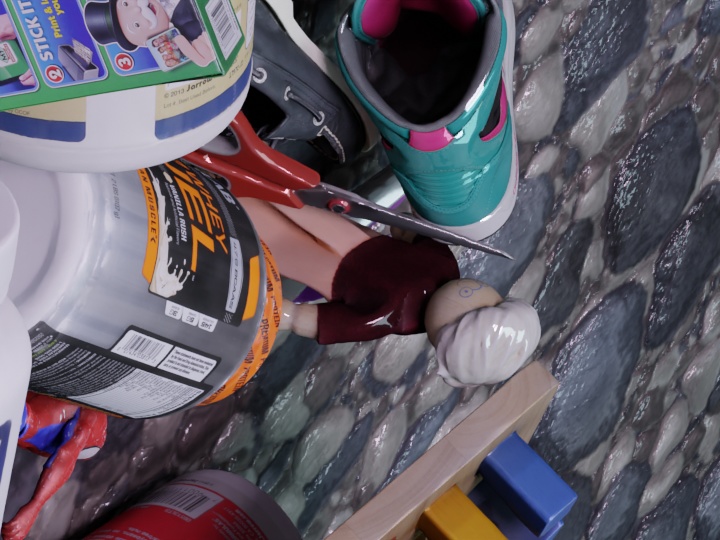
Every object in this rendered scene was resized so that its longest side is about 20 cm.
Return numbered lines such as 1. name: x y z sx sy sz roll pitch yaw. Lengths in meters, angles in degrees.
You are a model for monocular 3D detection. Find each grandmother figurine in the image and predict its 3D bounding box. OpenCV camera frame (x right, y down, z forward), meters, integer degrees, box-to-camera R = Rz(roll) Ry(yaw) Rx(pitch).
1. grandmother figurine: 0.000 0.000 1.457 0.121 0.199 0.061 -41 145 -35

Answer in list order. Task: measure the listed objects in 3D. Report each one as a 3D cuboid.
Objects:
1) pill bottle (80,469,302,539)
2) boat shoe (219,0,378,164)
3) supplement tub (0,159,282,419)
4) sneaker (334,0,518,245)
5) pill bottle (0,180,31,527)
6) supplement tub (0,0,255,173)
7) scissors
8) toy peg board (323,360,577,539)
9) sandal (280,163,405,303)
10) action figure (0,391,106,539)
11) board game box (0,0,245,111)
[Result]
1. pill bottle: -0.122 0.190 1.507 0.200 0.112 0.113 -31 139 -44
2. boat shoe: -0.053 -0.092 1.427 0.066 0.074 0.199 -52 153 -9
3. supplement tub: -0.121 -0.001 1.337 0.123 0.122 0.200 -64 153 1
4. sneaker: 0.030 -0.126 1.451 0.121 0.083 0.201 68 12 -60
5. pill bottle: -0.190 0.057 1.147 0.119 0.119 0.201 -27 140 -48
6. supplement tub: -0.110 -0.156 1.199 0.144 0.144 0.201 -34 141 -42
7. scissors: -0.024 -0.035 1.430 0.073 0.199 0.014 -40 -148 46
8. toy peg board: 0.031 0.175 1.466 0.199 0.098 0.200 -38 166 -25
9. sandal: -0.011 -0.004 1.563 0.202 0.050 0.082 -39 -172 -27
10. action figure: -0.182 0.088 1.371 0.200 0.065 0.100 16 93 -61
11. board game box: -0.138 -0.155 1.100 0.029 0.134 0.201 -62 138 -52
